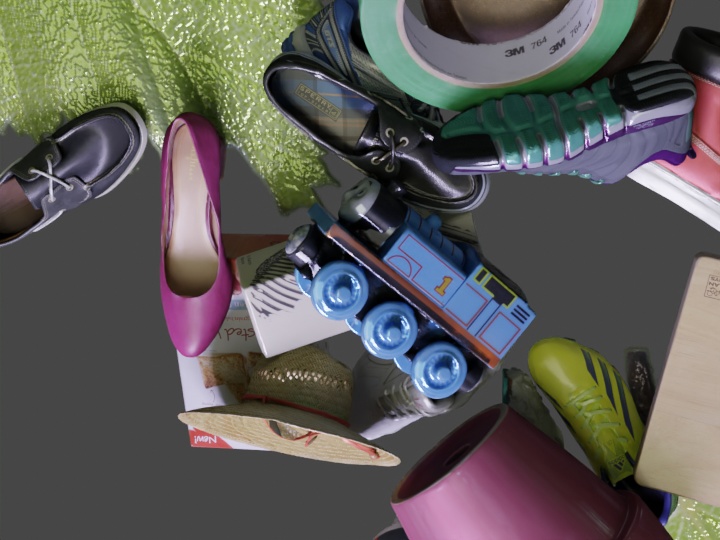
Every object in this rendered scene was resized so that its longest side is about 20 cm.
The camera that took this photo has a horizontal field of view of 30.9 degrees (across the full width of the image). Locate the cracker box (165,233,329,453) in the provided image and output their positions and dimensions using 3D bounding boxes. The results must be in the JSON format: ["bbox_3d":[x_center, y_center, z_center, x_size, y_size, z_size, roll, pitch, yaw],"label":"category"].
[{"bbox_3d":[-0.099,0.068,1.196,0.132,0.058,0.202,1,117,12],"label":"cracker box"}]

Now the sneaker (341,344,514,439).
[{"bbox_3d":[0.050,0.098,1.151,0.200,0.100,0.078,-39,102,27],"label":"sneaker"}]

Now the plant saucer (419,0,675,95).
[{"bbox_3d":[0.143,-0.229,1.002,0.198,0.035,0.202,6,116,11],"label":"plant saucer"}]

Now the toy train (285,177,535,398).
[{"bbox_3d":[0.037,0.012,1.013,0.200,0.087,0.115,39,91,-20],"label":"toy train"}]

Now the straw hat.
[{"bbox_3d":[-0.052,0.107,1.123,0.199,0.201,0.086,9,76,9],"label":"straw hat"}]

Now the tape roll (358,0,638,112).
[{"bbox_3d":[0.097,-0.202,0.933,0.198,0.049,0.201,-3,139,-2],"label":"tape roll"}]

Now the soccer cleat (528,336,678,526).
[{"bbox_3d":[0.216,0.143,1.141,0.064,0.084,0.201,-31,106,25],"label":"soccer cleat"}]

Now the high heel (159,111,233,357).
[{"bbox_3d":[-0.148,-0.029,1.091,0.067,0.096,0.203,-1,85,11],"label":"high heel"}]

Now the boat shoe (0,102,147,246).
[{"bbox_3d":[-0.272,-0.080,1.162,0.199,0.068,0.072,-29,105,23],"label":"boat shoe"}]

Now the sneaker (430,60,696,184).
[{"bbox_3d":[0.155,-0.087,0.973,0.198,0.075,0.088,-12,133,9],"label":"sneaker"}]

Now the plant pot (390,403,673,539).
[{"bbox_3d":[0.128,0.218,1.074,0.200,0.200,0.179,-39,92,27],"label":"plant pot"}]

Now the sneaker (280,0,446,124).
[{"bbox_3d":[0.031,-0.140,1.053,0.200,0.077,0.085,42,114,-9],"label":"sneaker"}]

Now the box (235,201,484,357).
[{"bbox_3d":[0.000,0.000,1.087,0.198,0.082,0.069,-19,112,-4],"label":"box"}]

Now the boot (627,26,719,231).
[{"bbox_3d":[0.313,-0.100,1.006,0.199,0.072,0.145,30,118,2],"label":"boot"}]

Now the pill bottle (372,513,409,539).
[{"bbox_3d":[0.050,0.301,1.193,0.118,0.200,0.121,7,119,13],"label":"pill bottle"}]

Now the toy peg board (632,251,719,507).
[{"bbox_3d":[0.349,0.097,1.095,0.198,0.098,0.201,14,103,6],"label":"toy peg board"}]

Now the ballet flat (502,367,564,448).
[{"bbox_3d":[0.152,0.170,1.185,0.071,0.072,0.202,8,125,10],"label":"ballet flat"}]

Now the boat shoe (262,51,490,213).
[{"bbox_3d":[0.009,-0.102,1.005,0.199,0.057,0.069,30,104,2],"label":"boat shoe"}]
